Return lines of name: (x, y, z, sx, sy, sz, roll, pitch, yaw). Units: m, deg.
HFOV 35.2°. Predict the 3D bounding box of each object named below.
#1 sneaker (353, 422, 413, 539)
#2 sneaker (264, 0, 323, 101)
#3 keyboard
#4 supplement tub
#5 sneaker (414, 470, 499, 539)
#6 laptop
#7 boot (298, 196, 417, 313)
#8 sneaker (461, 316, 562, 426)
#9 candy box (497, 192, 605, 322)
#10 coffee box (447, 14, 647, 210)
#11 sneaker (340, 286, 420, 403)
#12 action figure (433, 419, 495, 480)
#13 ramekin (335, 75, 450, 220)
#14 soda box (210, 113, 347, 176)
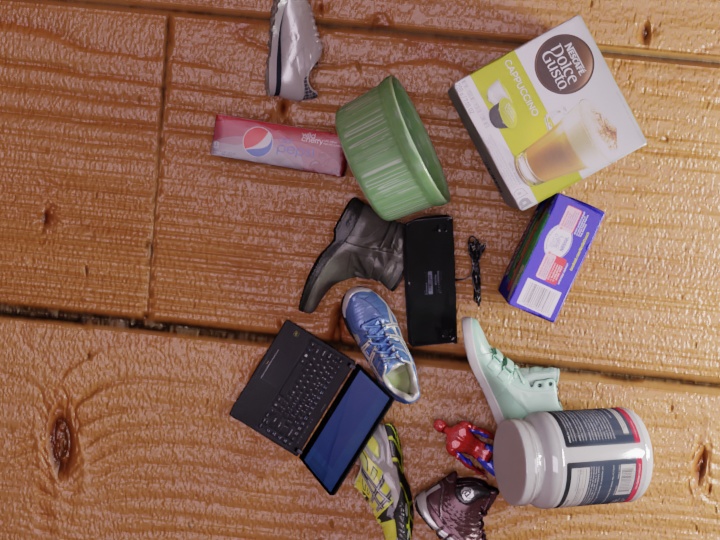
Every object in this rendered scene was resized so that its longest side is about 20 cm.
sneaker: (0.033, 0.336, 1.734, 0.076, 0.075, 0.200, -11, 84, 11)
sneaker: (-0.095, -0.354, 1.687, 0.080, 0.076, 0.200, 4, 100, -9)
keyboard: (0.128, 0.015, 1.710, 0.127, 0.021, 0.200, -5, 105, -7)
supplement tub: (0.308, 0.272, 1.651, 0.200, 0.140, 0.141, -1, 95, -16)
sneaker: (0.183, 0.391, 1.725, 0.115, 0.076, 0.200, -41, 91, 2)
laptop: (-0.077, 0.204, 1.707, 0.200, 0.103, 0.177, 32, 95, 0)
boot: (0.000, 0.000, 1.709, 0.131, 0.068, 0.200, 29, 97, -5)
sneaker: (0.230, 0.141, 1.700, 0.118, 0.074, 0.201, -24, 103, 11)
candy box: (0.269, -0.024, 1.623, 0.077, 0.200, 0.169, 25, 95, 2)
coffee box: (0.257, -0.219, 1.607, 0.198, 0.200, 0.200, -28, 93, 4)
sneaker: (0.038, 0.111, 1.689, 0.076, 0.077, 0.200, -32, 105, -9)
action figure: (0.197, 0.284, 1.727, 0.200, 0.052, 0.065, 33, 91, -1)
ramekin: (0.044, -0.169, 1.629, 0.098, 0.200, 0.200, -24, 93, 13)
soda box: (-0.118, -0.186, 1.694, 0.200, 0.070, 0.064, 9, 94, 2)
